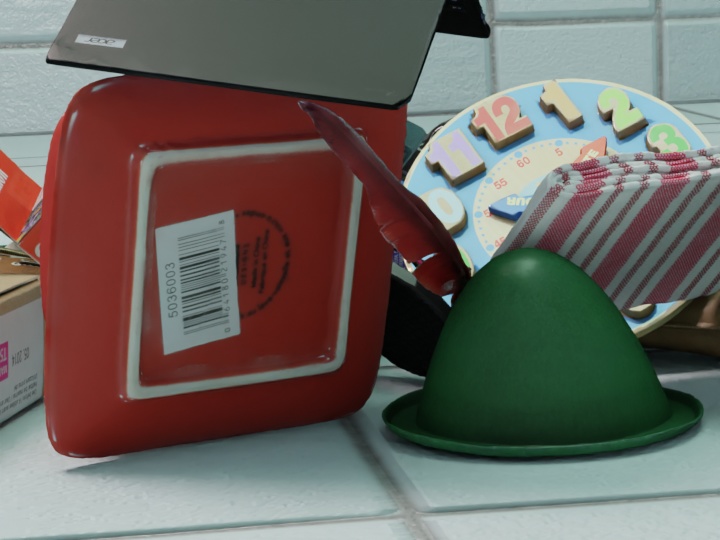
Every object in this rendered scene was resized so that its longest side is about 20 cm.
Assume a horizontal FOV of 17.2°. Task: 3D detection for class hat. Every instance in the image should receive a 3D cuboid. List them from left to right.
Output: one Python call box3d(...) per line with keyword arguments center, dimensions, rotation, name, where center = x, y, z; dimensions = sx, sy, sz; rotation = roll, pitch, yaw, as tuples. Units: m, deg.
box3d(center=(0.087, -0.006, 1.214), dimensions=(0.166, 0.176, 0.200), rotation=(2, 9, 23), name="hat")

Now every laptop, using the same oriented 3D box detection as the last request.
box3d(center=(-0.038, -0.115, 1.200), dimensions=(0.177, 0.103, 0.200), rotation=(9, -10, 11), name="laptop")

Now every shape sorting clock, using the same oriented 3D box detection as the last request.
box3d(center=(0.121, -0.037, 1.424), dimensions=(0.200, 0.039, 0.200), rotation=(-6, 51, 8), name="shape sorting clock")

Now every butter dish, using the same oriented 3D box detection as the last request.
box3d(center=(-0.094, -0.024, 1.240), dimensions=(0.199, 0.200, 0.148), rotation=(-7, 23, -32), name="butter dish")

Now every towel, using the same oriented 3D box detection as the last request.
box3d(center=(0.157, -0.023, 1.291), dimensions=(0.200, 0.030, 0.146), rotation=(-8, -29, -26), name="towel")

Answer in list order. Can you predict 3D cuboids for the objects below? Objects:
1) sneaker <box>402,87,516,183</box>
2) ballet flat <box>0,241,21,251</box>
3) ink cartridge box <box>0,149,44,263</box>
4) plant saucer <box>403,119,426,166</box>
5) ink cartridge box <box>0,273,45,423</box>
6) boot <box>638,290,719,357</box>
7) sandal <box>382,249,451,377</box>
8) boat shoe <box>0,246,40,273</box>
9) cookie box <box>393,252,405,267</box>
box3d(center=(0.086, -0.084, 1.595), dimensions=(0.199, 0.083, 0.071), rotation=(8, 10, 15), name="sneaker")
box3d(center=(-0.195, 0.001, 1.612), dimensions=(0.200, 0.070, 0.067), rotation=(-14, 59, -46), name="ballet flat")
box3d(center=(-0.155, -0.028, 1.404), dimensions=(0.200, 0.050, 0.109), rotation=(41, 16, -13), name="ink cartridge box")
box3d(center=(-0.045, -0.015, 1.323), dimensions=(0.070, 0.200, 0.019), rotation=(27, 27, -21), name="plant saucer")
box3d(center=(-0.273, 0.050, 1.290), dimensions=(0.165, 0.075, 0.200), rotation=(1, 8, 11), name="ink cartridge box")
box3d(center=(0.180, 0.015, 1.478), dimensions=(0.200, 0.066, 0.175), rotation=(0, 20, 24), name="boot")
box3d(center=(0.000, 0.000, 1.403), dimensions=(0.045, 0.075, 0.200), rotation=(-35, 46, -29), name="sandal")
box3d(center=(-0.211, 0.022, 1.482), dimensions=(0.200, 0.072, 0.068), rotation=(-3, 7, -3), name="boat shoe")
box3d(center=(-0.022, -0.003, 1.594), dimensions=(0.200, 0.075, 0.171), rotation=(-1, 8, 8), name="cookie box")
